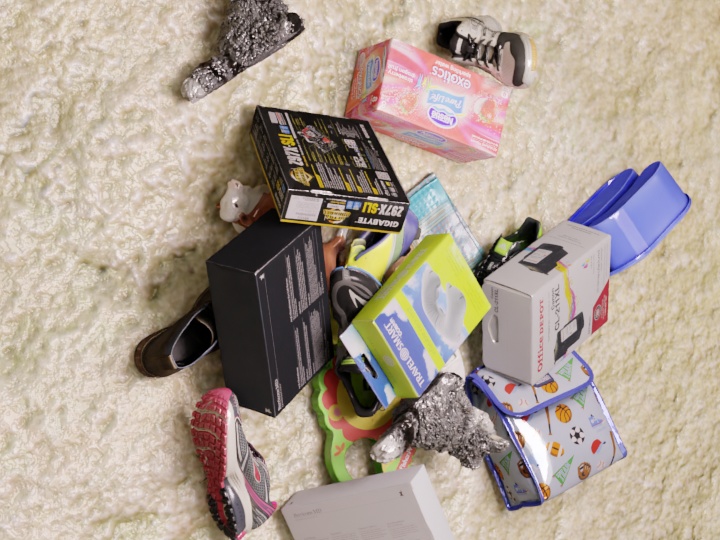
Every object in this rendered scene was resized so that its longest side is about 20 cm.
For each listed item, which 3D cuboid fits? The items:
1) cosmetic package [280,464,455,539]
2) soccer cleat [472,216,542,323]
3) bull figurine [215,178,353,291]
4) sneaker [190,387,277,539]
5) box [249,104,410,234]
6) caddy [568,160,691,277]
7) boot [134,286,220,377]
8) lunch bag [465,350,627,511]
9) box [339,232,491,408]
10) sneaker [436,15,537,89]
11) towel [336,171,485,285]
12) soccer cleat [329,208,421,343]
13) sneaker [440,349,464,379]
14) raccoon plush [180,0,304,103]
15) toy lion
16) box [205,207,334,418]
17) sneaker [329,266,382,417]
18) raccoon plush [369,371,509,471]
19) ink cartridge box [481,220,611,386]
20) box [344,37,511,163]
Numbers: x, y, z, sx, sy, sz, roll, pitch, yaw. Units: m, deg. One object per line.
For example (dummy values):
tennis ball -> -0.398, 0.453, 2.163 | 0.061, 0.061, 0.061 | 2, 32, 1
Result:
cosmetic package -> 0.016, 0.336, 1.516 | 0.152, 0.198, 0.052 | 66, 31, -12
soccer cleat -> 0.184, 0.000, 1.675 | 0.200, 0.067, 0.082 | -43, 148, -31
bull figurine -> -0.090, -0.060, 1.536 | 0.122, 0.065, 0.200 | -48, 115, -13
sneaker -> -0.154, 0.229, 1.481 | 0.074, 0.080, 0.202 | -25, 123, -32
box -> -0.041, -0.127, 1.494 | 0.158, 0.201, 0.050 | 4, 125, -22
caddy -> 0.391, -0.066, 1.767 | 0.200, 0.141, 0.105 | -42, 102, -23
boot -> -0.174, 0.066, 1.471 | 0.199, 0.097, 0.075 | -39, 106, -24
lunch bag -> 0.251, 0.206, 1.695 | 0.168, 0.124, 0.202 | -20, 82, -27
box -> 0.071, 0.061, 1.503 | 0.200, 0.047, 0.123 | -48, 116, -33
sneaker -> 0.165, -0.291, 1.626 | 0.086, 0.200, 0.077 | -3, 113, -21
towel -> 0.070, -0.018, 1.653 | 0.200, 0.022, 0.148 | -40, 106, -24
soccer cleat -> 0.000, -0.001, 1.552 | 0.083, 0.065, 0.201 | 24, 101, -45
sneaker -> 0.103, 0.092, 1.618 | 0.075, 0.088, 0.202 | -37, 119, -24
raccoon plush -> -0.161, -0.317, 1.491 | 0.199, 0.097, 0.135 | -36, 97, -23
toy lion -> 0.014, 0.196, 1.598 | 0.190, 0.069, 0.202 | 29, 75, -18
box -> -0.105, 0.050, 1.455 | 0.141, 0.078, 0.202 | -46, 139, -48
sneaker -> 0.002, 0.090, 1.507 | 0.070, 0.083, 0.202 | -5, 109, 10
raccoon plush -> 0.096, 0.224, 1.528 | 0.135, 0.097, 0.200 | 52, 52, -4
ink cartridge box -> 0.258, 0.044, 1.670 | 0.199, 0.082, 0.147 | -33, 131, -39
box -> 0.091, -0.223, 1.629 | 0.198, 0.094, 0.104 | 18, 81, -27
